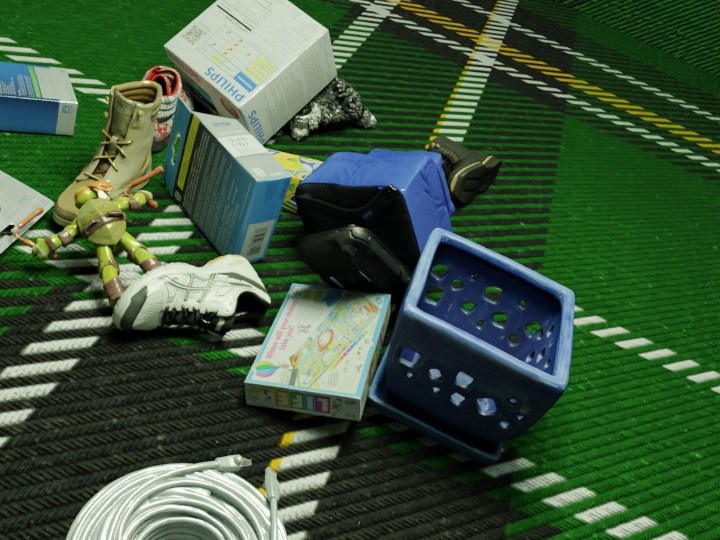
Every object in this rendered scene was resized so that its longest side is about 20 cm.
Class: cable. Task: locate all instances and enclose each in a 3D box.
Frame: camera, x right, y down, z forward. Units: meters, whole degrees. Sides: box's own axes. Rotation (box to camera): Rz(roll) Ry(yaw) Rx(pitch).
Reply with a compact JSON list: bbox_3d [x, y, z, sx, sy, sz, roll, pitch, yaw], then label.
[{"bbox_3d":[-0.156,0.258,0.702,0.198,0.070,0.201,5,40,-23],"label":"cable"}]

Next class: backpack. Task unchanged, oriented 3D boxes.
[{"bbox_3d":[0.022,-0.086,1.147,0.198,0.164,0.168,4,34,33],"label":"backpack"}]

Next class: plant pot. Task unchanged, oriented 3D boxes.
[{"bbox_3d":[0.126,0.099,0.978,0.198,0.181,0.201,26,35,2],"label":"plant pot"}]

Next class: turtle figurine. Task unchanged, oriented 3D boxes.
[{"bbox_3d":[-0.293,-0.048,0.973,0.199,0.065,0.162,-29,76,-30],"label":"turtle figurine"}]

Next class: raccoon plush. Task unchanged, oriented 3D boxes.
[{"bbox_3d":[-0.056,-0.270,1.471,0.200,0.134,0.097,37,3,-41],"label":"raccoon plush"}]

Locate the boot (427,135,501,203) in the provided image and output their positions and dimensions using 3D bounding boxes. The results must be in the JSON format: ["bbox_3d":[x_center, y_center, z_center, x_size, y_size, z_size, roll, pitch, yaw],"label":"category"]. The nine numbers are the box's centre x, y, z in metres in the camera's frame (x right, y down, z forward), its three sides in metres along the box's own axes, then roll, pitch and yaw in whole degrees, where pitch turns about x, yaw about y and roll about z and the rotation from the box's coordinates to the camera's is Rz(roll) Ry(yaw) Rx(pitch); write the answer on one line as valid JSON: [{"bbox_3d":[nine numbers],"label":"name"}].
[{"bbox_3d":[0.162,-0.191,1.483,0.137,0.078,0.200,31,22,17],"label":"boot"}]

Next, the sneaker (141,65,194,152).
[{"bbox_3d":[-0.298,-0.275,1.280,0.066,0.109,0.202,20,35,-4],"label":"sneaker"}]

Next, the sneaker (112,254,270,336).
[{"bbox_3d":[-0.190,0.039,0.963,0.199,0.076,0.088,-19,57,-41],"label":"sneaker"}]

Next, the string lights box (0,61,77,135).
[{"bbox_3d":[-0.517,-0.251,1.163,0.198,0.059,0.103,-1,41,-31],"label":"string lights box"}]

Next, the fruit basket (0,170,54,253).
[{"bbox_3d":[-0.494,-0.083,0.955,0.199,0.094,0.186,35,34,-10],"label":"fruit basket"}]

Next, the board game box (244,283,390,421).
[{"bbox_3d":[-0.045,0.091,0.979,0.133,0.035,0.201,7,34,10],"label":"board game box"}]

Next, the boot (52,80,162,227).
[{"bbox_3d":[-0.325,-0.154,1.063,0.072,0.156,0.200,27,36,5],"label":"boot"}]

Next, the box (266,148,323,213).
[{"bbox_3d":[-0.149,-0.142,1.234,0.197,0.065,0.070,10,37,-18],"label":"box"}]

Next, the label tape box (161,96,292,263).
[{"bbox_3d":[-0.190,-0.126,1.117,0.066,0.144,0.200,-14,49,-41],"label":"label tape box"}]

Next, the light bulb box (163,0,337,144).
[{"bbox_3d":[-0.179,-0.347,1.355,0.198,0.125,0.200,40,76,22],"label":"light bulb box"}]

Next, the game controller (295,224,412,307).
[{"bbox_3d":[0.000,0.000,1.042,0.103,0.200,0.043,-3,64,27],"label":"game controller"}]
